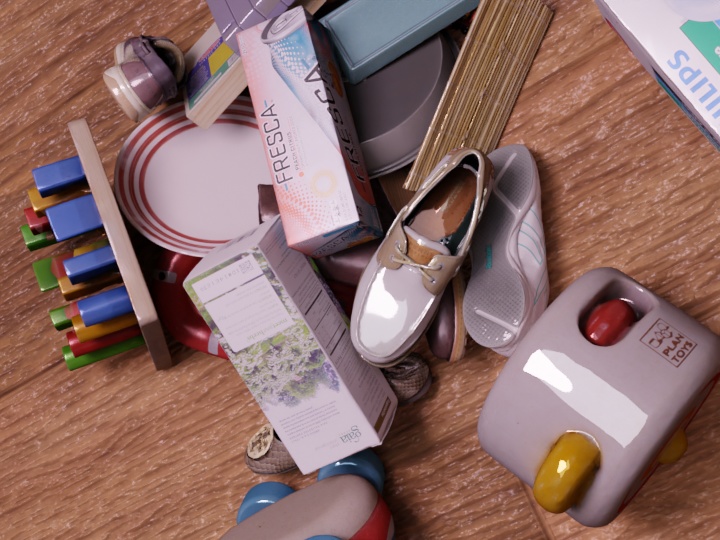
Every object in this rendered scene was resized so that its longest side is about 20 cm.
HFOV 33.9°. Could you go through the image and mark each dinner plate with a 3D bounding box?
[{"bbox_3d":[-0.132,-0.088,1.123,0.200,0.024,0.200,2,54,-3],"label":"dinner plate"}]

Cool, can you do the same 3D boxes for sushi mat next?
[{"bbox_3d":[0.105,-0.153,1.044,0.012,0.096,0.200,27,96,44],"label":"sushi mat"}]

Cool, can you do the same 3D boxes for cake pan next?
[{"bbox_3d":[-0.005,-0.172,1.078,0.200,0.037,0.200,-8,59,13],"label":"cake pan"}]

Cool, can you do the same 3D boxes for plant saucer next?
[{"bbox_3d":[0.059,-0.245,1.037,0.200,0.019,0.070,-32,77,7],"label":"plant saucer"}]

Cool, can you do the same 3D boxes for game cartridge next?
[{"bbox_3d":[-0.090,-0.283,1.106,0.130,0.038,0.200,-42,31,11],"label":"game cartridge"}]

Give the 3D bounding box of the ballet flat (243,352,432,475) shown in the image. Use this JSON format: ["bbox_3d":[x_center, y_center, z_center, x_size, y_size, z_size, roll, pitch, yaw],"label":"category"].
[{"bbox_3d":[-0.028,0.126,1.087,0.200,0.046,0.067,-28,41,16],"label":"ballet flat"}]

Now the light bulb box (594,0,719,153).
[{"bbox_3d":[0.320,-0.214,0.942,0.200,0.125,0.198,-40,73,14],"label":"light bulb box"}]

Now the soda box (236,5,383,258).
[{"bbox_3d":[-0.043,-0.115,0.998,0.068,0.064,0.200,-20,75,17],"label":"soda box"}]

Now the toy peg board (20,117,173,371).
[{"bbox_3d":[-0.260,-0.004,1.112,0.098,0.199,0.200,-20,77,-10],"label":"toy peg board"}]

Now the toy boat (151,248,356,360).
[{"bbox_3d":[-0.108,0.025,1.094,0.200,0.131,0.131,14,92,23],"label":"toy boat"}]

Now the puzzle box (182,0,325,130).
[{"bbox_3d":[-0.097,-0.236,1.125,0.200,0.025,0.133,-44,31,16],"label":"puzzle box"}]

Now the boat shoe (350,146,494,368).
[{"bbox_3d":[0.048,-0.015,0.983,0.075,0.068,0.200,25,82,5],"label":"boat shoe"}]

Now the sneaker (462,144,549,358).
[{"bbox_3d":[0.130,-0.015,1.038,0.070,0.080,0.200,-9,63,30],"label":"sneaker"}]

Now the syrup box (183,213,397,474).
[{"bbox_3d":[-0.055,0.063,0.998,0.079,0.081,0.200,-26,104,22],"label":"syrup box"}]

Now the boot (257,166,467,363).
[{"bbox_3d":[0.000,0.000,1.052,0.166,0.072,0.200,-9,66,-10],"label":"boot"}]

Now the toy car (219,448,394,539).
[{"bbox_3d":[-0.021,0.294,1.043,0.177,0.184,0.200,-28,105,17],"label":"toy car"}]

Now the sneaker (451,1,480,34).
[{"bbox_3d":[0.054,-0.291,1.093,0.200,0.078,0.082,30,91,14],"label":"sneaker"}]

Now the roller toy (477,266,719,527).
[{"bbox_3d":[0.195,0.103,0.932,0.140,0.200,0.183,36,93,20],"label":"roller toy"}]

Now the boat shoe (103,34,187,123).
[{"bbox_3d":[-0.198,-0.192,1.133,0.065,0.200,0.072,-28,107,5],"label":"boat shoe"}]
